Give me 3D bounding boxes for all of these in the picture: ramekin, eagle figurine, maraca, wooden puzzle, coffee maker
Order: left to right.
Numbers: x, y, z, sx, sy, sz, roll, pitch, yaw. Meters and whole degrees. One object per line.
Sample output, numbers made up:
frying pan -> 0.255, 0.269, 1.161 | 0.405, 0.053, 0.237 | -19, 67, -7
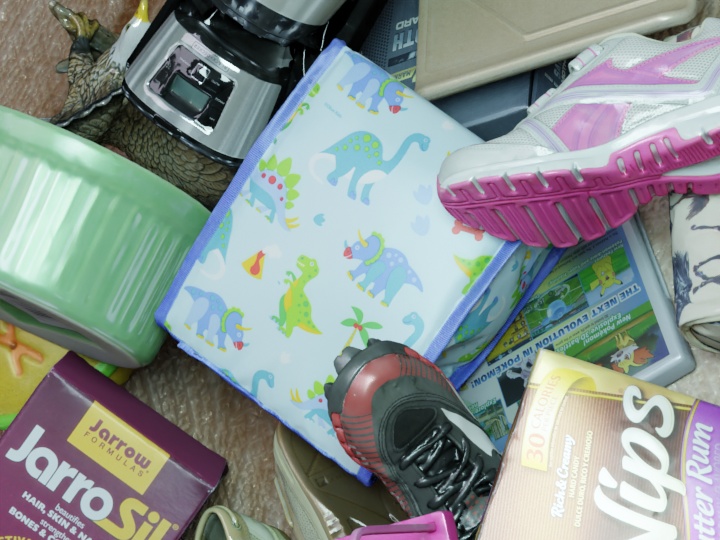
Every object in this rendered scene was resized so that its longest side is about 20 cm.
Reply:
ramekin -> -0.191, -0.019, 1.550 | 0.199, 0.200, 0.098 | 15, 76, 41
maraca -> -0.186, 0.029, 1.689 | 0.200, 0.107, 0.137 | -38, 43, -1
eagle figurine -> -0.156, -0.104, 1.665 | 0.151, 0.152, 0.200 | -20, 40, -3
coffee maker -> -0.035, -0.170, 1.538 | 0.135, 0.192, 0.201 | 45, 114, 30
wooden puzzle -> 0.120, -0.194, 1.537 | 0.184, 0.037, 0.201 | -15, 49, 26

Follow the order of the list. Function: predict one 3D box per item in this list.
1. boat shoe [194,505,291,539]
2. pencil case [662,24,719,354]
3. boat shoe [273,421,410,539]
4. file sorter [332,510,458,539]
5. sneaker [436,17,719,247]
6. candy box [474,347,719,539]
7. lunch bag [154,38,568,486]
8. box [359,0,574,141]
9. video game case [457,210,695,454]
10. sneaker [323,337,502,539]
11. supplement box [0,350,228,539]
boat shoe -> -0.083, 0.245, 1.533 | 0.073, 0.063, 0.202 | -6, 66, 35
pencil case -> 0.217, -0.045, 1.430 | 0.089, 0.078, 0.201 | -2, 66, 6
boat shoe -> 0.002, 0.174, 1.505 | 0.072, 0.065, 0.201 | -18, 65, -23
file sorter -> -0.050, 0.217, 1.329 | 0.199, 0.125, 0.140 | -17, 77, 23
sneaker -> 0.136, -0.078, 1.391 | 0.199, 0.081, 0.089 | -15, 58, 5
candy box -> 0.169, 0.129, 1.336 | 0.199, 0.056, 0.117 | 17, 79, 9
lunch bag -> 0.000, 0.000, 1.487 | 0.170, 0.127, 0.200 | 35, 85, 18
box -> 0.043, -0.132, 1.611 | 0.199, 0.051, 0.159 | -14, 54, 33
video game case -> 0.089, 0.030, 1.531 | 0.199, 0.022, 0.183 | -32, 53, 21
sneaker -> 0.052, 0.116, 1.398 | 0.071, 0.201, 0.098 | -42, 39, -9
supplement box -> -0.192, 0.171, 1.589 | 0.131, 0.103, 0.201 | 35, 94, -1
